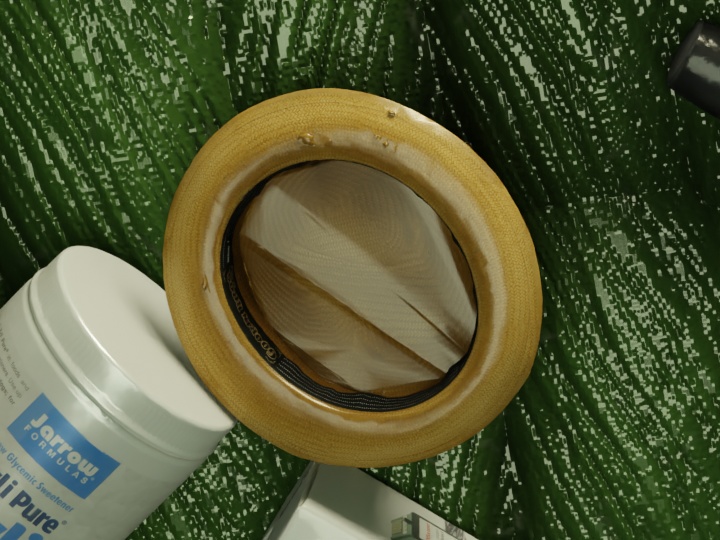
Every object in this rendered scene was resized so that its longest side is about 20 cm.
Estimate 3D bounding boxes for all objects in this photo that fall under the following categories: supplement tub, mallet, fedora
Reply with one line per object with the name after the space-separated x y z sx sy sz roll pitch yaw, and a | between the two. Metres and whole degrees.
-0.174 0.099 1.342 0.132 0.132 0.200 43 107 -6 | supplement tub
0.207 -0.150 1.235 0.065 0.041 0.201 22 131 2 | mallet
0.000 0.000 1.317 0.199 0.082 0.202 3 103 11 | fedora

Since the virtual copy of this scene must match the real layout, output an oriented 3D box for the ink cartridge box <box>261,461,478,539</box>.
0.023 0.213 1.373 0.199 0.084 0.147 30 108 -2 | ink cartridge box
